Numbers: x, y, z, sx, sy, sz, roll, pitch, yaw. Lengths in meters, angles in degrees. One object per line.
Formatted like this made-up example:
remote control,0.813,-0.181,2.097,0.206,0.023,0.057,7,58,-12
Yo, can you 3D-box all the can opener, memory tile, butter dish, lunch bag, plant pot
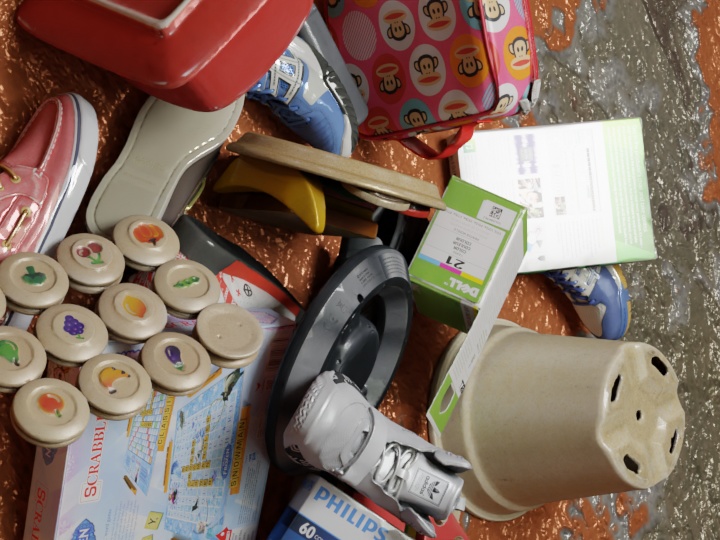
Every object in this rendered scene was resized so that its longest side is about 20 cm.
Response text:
can opener,-0.046,-0.221,1.274,0.067,0.053,0.201,-47,118,-37
memory tile,-0.176,0.035,0.988,0.199,0.017,0.153,-22,61,-40
butter dish,-0.122,-0.195,1.108,0.200,0.199,0.148,-51,142,-18
lunch bag,0.061,-0.186,1.274,0.082,0.199,0.177,-17,100,-43
plant pot,0.198,0.141,1.378,0.200,0.183,0.202,6,81,-44

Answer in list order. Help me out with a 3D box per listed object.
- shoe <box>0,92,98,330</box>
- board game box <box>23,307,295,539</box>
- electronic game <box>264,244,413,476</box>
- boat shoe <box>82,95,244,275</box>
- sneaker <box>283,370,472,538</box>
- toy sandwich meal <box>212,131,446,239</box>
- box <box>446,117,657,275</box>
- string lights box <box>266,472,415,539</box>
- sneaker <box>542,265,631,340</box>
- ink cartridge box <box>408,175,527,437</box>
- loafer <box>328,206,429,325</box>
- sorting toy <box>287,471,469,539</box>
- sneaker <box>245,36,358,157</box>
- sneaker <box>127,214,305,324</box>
shoe,-0.258,-0.051,1.032,0.091,0.071,0.201,32,67,-41
board game box,-0.150,0.133,1.086,0.199,0.041,0.201,-3,109,-45
electronic game,-0.016,0.073,1.170,0.200,0.041,0.201,-48,153,-35
boat shoe,-0.153,-0.081,1.147,0.071,0.060,0.201,24,57,6
sneaker,0.019,0.142,1.110,0.075,0.114,0.200,-61,158,-10
toy sandwich meal,-0.030,-0.058,1.173,0.204,0.205,0.071,13,94,-43
box,0.190,-0.071,1.435,0.199,0.036,0.145,-5,89,-12
string lights box,-0.049,0.272,1.139,0.102,0.059,0.201,34,81,-7
sneaker,0.208,-0.009,1.495,0.088,0.075,0.201,-29,97,-33
ink cartridge box,0.078,0.036,1.303,0.201,0.075,0.148,-64,168,-10
loafer,0.000,0.000,1.283,0.201,0.068,0.071,-50,121,-44
sorting toy,0.020,0.269,1.267,0.198,0.069,0.201,29,65,-39
sneaker,-0.079,-0.166,1.230,0.200,0.076,0.077,51,59,-16
sneaker,-0.125,0.032,1.164,0.108,0.067,0.201,-48,154,2
